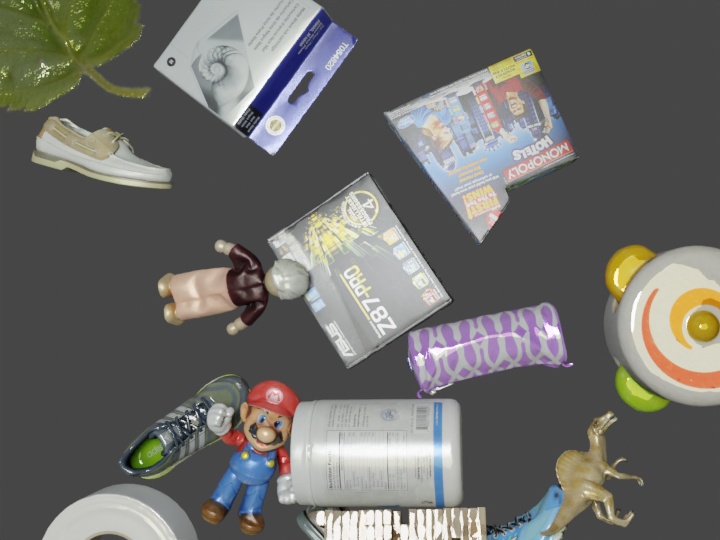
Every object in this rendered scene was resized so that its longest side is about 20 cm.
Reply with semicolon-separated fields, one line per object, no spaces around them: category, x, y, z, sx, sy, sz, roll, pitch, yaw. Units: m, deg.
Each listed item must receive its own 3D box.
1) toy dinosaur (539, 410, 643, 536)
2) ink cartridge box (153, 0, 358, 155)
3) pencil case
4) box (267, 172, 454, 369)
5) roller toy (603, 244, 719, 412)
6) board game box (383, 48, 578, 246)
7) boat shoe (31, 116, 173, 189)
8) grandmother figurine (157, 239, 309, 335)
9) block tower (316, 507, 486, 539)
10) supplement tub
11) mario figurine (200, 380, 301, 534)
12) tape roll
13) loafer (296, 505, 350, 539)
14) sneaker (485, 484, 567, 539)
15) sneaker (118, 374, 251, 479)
toy dinosaur;0.275;0.266;1.038;0.101;0.058;0.200;36;55;4
ink cartridge box;-0.139;-0.288;1.144;0.200;0.041;0.200;36;92;7
pencil case;0.153;0.098;1.066;0.200;0.084;0.086;-13;77;6
box;0.000;0.000;1.109;0.161;0.049;0.200;-33;83;8
roller toy;0.386;0.062;1.011;0.182;0.140;0.200;-8;86;6
board game box;0.159;-0.143;1.089;0.200;0.062;0.200;-22;86;6
boat shoe;-0.341;-0.155;1.147;0.200;0.075;0.068;14;95;9
grandmother figurine;-0.160;0.019;1.103;0.200;0.061;0.121;-7;107;20
block tower;0.049;0.316;1.037;0.200;0.054;0.058;-1;68;5
supplement tub;0.024;0.222;1.055;0.200;0.132;0.132;-2;87;8
mario figurine;-0.133;0.233;1.076;0.106;0.123;0.200;29;103;44
tape roll;-0.311;0.384;1.121;0.202;0.071;0.203;0;87;7
loafer;0.010;0.359;1.083;0.200;0.072;0.063;41;87;9
sneaker;0.178;0.336;1.058;0.090;0.078;0.200;42;91;12
sneaker;-0.225;0.207;1.112;0.200;0.081;0.074;-39;84;4
